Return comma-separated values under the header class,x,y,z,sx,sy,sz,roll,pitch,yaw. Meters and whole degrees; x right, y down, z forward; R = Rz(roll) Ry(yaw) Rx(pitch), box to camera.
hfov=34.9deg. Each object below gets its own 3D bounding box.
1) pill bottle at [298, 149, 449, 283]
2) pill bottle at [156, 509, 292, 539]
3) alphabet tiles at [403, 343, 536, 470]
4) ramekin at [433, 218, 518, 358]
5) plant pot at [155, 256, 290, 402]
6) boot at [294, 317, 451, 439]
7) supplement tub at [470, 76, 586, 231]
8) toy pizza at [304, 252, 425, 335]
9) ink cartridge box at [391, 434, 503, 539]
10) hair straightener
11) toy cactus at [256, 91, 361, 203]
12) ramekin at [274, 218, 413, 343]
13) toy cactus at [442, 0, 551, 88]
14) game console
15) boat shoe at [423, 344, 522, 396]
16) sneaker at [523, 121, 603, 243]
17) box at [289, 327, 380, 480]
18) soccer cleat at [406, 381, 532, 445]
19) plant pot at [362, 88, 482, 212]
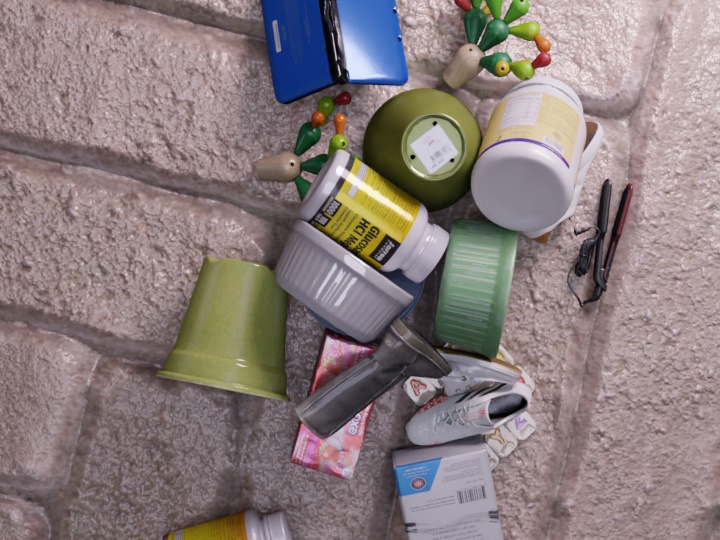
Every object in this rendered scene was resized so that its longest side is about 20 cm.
class,x,y,z,sx,sy,sz,roll,pitch,yaw
pill bottle,0.021,-0.071,1.607,0.199,0.112,0.113,33,93,-10
pill bottle,-0.203,0.429,1.726,0.198,0.109,0.111,-17,95,0
alphabet tiles,0.170,0.210,1.767,0.200,0.015,0.196,-42,94,2
ramekin,0.166,0.020,1.666,0.096,0.200,0.203,10,94,5
plant pot,-0.183,0.083,1.674,0.198,0.200,0.187,11,82,-2
boot,0.021,0.168,1.627,0.200,0.182,0.073,-47,50,4
supplement tub,0.243,-0.169,1.623,0.144,0.201,0.147,11,134,11
toy pizza,0.000,0.000,1.723,0.197,0.032,0.203,-1,79,3
ink cartridge box,0.135,0.367,1.737,0.144,0.084,0.203,-11,100,0
hair straightener,0.355,-0.043,1.746,0.076,0.041,0.202,14,98,-2
toy cactus,-0.072,-0.160,1.705,0.163,0.102,0.203,-2,95,19
ramekin,-0.032,0.020,1.609,0.201,0.202,0.095,35,91,-4
toy cactus,0.182,-0.332,1.668,0.165,0.102,0.201,-44,65,28
game console,-0.041,-0.351,1.692,0.169,0.118,0.203,-17,74,29
boat shoe,0.143,0.155,1.725,0.197,0.071,0.070,11,90,12
sneaker,0.307,-0.131,1.730,0.201,0.073,0.085,-52,129,-5
box,-0.033,0.198,1.720,0.101,0.095,0.202,17,94,-2
soccer cleat,0.164,0.216,1.717,0.198,0.085,0.069,-17,95,0
plant pot,0.098,-0.175,1.643,0.184,0.200,0.190,0,94,-2
